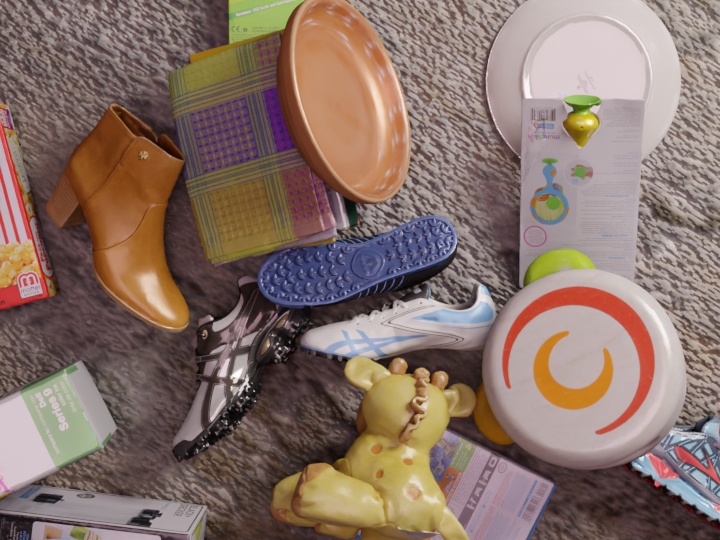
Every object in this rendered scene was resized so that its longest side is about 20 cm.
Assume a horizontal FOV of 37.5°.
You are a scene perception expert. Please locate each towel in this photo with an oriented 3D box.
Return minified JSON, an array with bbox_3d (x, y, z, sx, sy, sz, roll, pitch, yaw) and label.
[{"bbox_3d":[-0.106,-0.109,1.011,0.143,0.023,0.201,-14,92,22],"label":"towel"}]

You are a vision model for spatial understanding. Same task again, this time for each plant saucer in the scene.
[{"bbox_3d":[-0.018,-0.158,0.999,0.037,0.200,0.201,-14,94,30],"label":"plant saucer"}]

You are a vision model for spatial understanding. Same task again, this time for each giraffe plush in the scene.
[{"bbox_3d":[0.024,0.171,1.013,0.172,0.199,0.163,26,65,-33],"label":"giraffe plush"}]

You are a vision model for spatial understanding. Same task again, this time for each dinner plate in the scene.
[{"bbox_3d":[0.226,-0.191,1.069,0.199,0.024,0.202,0,93,1],"label":"dinner plate"}]

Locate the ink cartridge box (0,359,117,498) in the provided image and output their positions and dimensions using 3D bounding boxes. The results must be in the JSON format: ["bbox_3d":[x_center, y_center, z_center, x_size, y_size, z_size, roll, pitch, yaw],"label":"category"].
[{"bbox_3d":[-0.347,0.169,1.014,0.199,0.145,0.088,-27,93,-7],"label":"ink cartridge box"}]

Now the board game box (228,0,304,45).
[{"bbox_3d":[-0.085,-0.303,1.061,0.095,0.030,0.201,0,96,-1],"label":"board game box"}]

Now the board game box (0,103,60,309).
[{"bbox_3d":[-0.405,-0.052,1.065,0.151,0.046,0.201,-15,93,1],"label":"board game box"}]

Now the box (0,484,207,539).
[{"bbox_3d":[-0.259,0.263,1.049,0.199,0.117,0.061,7,91,1],"label":"box"}]

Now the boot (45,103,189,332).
[{"bbox_3d":[-0.210,-0.052,1.036,0.201,0.071,0.144,46,114,5],"label":"boot"}]

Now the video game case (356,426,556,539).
[{"bbox_3d":[0.082,0.238,1.095,0.199,0.018,0.144,27,93,-2],"label":"video game case"}]

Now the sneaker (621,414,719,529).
[{"bbox_3d":[0.346,0.195,1.062,0.199,0.079,0.096,33,91,-2],"label":"sneaker"}]

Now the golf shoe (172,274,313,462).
[{"bbox_3d":[-0.138,0.096,1.066,0.094,0.078,0.200,36,86,9],"label":"golf shoe"}]

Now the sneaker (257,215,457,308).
[{"bbox_3d":[0.000,0.000,1.048,0.199,0.078,0.071,-12,74,0],"label":"sneaker"}]

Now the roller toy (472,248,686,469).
[{"bbox_3d":[0.215,0.100,1.014,0.182,0.140,0.201,27,89,22],"label":"roller toy"}]

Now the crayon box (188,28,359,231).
[{"bbox_3d":[-0.085,-0.128,1.046,0.126,0.051,0.201,-11,94,14],"label":"crayon box"}]

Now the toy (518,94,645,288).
[{"bbox_3d":[0.217,-0.079,1.051,0.114,0.047,0.201,2,119,12],"label":"toy"}]

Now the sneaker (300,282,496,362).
[{"bbox_3d":[0.037,0.053,1.059,0.199,0.072,0.073,-8,92,-2],"label":"sneaker"}]
